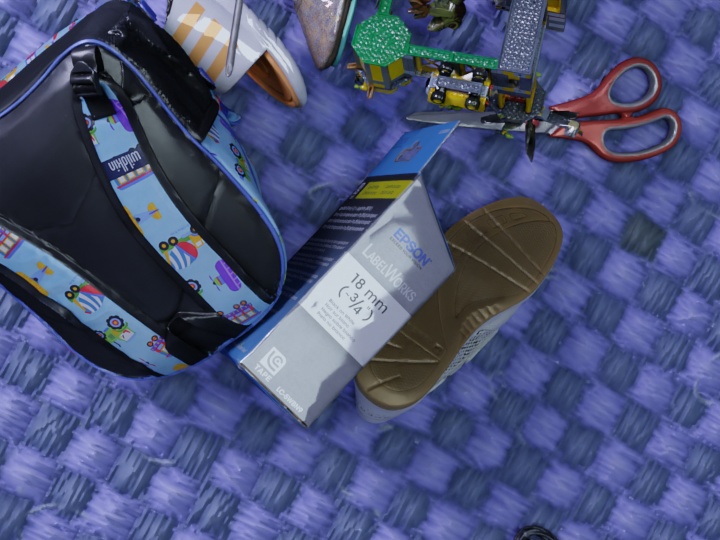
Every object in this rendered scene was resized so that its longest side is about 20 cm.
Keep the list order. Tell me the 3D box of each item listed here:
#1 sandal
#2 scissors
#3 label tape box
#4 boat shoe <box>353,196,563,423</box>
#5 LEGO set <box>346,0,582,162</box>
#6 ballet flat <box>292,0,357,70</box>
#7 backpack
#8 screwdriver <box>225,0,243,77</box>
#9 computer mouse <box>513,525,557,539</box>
[{"bbox_3d":[-0.121,-0.167,0.923,0.207,0.079,0.059,45,79,-2],"label":"sandal"},{"bbox_3d":[0.133,-0.099,1.011,0.200,0.014,0.073,-14,98,-13],"label":"scissors"},{"bbox_3d":[0.000,0.000,0.920,0.063,0.144,0.200,44,84,-11],"label":"label tape box"},{"bbox_3d":[0.061,0.026,0.979,0.071,0.069,0.200,43,64,10],"label":"boat shoe"},{"bbox_3d":[0.076,-0.175,0.951,0.153,0.116,0.200,4,71,8],"label":"LEGO set"},{"bbox_3d":[-0.022,-0.232,0.949,0.067,0.068,0.200,16,79,-9],"label":"ballet flat"},{"bbox_3d":[-0.142,-0.042,0.875,0.182,0.135,0.200,-36,111,20],"label":"backpack"},{"bbox_3d":[-0.070,-0.183,0.894,0.028,0.200,0.029,-31,132,30],"label":"screwdriver"},{"bbox_3d":[0.137,0.282,1.027,0.059,0.034,0.200,-5,89,5],"label":"computer mouse"}]
